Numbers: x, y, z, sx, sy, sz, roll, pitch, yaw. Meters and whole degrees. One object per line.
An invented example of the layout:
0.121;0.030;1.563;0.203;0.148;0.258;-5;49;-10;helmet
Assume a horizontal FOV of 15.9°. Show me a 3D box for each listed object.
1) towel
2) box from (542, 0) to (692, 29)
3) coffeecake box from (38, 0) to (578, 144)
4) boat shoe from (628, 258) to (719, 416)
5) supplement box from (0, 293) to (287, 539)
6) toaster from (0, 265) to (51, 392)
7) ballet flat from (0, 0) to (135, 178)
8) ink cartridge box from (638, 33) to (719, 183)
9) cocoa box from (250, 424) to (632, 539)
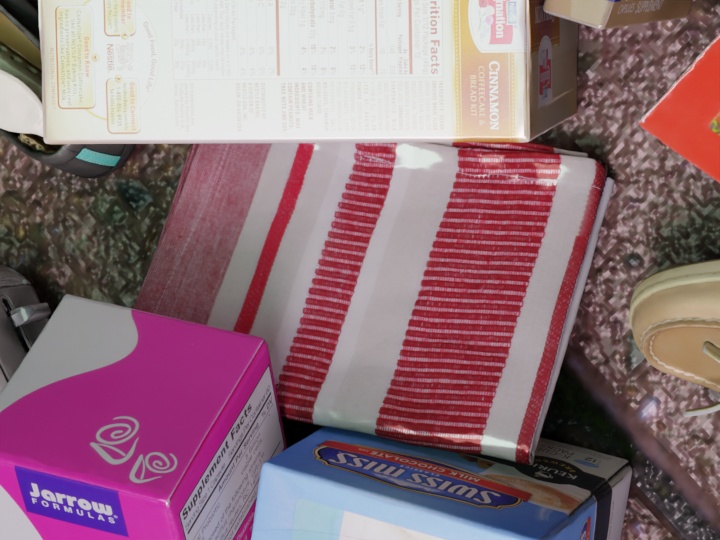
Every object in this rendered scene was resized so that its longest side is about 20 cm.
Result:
0.000;0.000;1.140;0.199;0.023;0.145;11;71;21;towel
0.132;-0.198;1.039;0.032;0.121;0.201;19;105;20;box
-0.016;-0.094;1.081;0.199;0.153;0.074;1;97;12;coffeecake box
0.202;0.045;1.060;0.199;0.073;0.063;10;60;21;boat shoe
-0.091;0.122;1.139;0.101;0.104;0.201;11;135;21;supplement box
-0.219;0.081;1.235;0.199;0.113;0.130;-24;84;26;toaster
-0.189;-0.114;1.216;0.200;0.068;0.068;35;109;15;ballet flat
0.237;-0.061;1.002;0.199;0.044;0.174;33;112;-20;ink cartridge box
0.025;0.176;1.127;0.133;0.131;0.201;14;105;21;cocoa box
